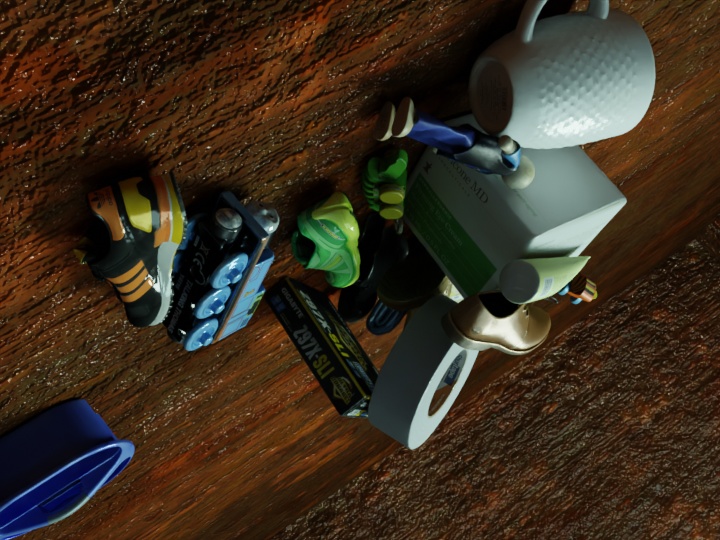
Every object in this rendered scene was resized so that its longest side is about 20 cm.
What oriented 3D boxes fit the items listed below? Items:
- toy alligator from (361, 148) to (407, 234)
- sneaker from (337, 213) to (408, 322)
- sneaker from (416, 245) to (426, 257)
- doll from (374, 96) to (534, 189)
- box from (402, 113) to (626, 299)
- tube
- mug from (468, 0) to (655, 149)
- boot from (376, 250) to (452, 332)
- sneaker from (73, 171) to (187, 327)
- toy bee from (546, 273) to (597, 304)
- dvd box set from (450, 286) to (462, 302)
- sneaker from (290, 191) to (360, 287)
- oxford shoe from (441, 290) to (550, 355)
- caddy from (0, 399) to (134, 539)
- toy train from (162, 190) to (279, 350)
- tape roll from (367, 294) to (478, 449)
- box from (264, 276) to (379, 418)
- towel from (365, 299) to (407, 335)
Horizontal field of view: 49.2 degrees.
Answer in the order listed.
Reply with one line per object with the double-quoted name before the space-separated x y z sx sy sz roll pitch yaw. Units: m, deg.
"toy alligator" 0.029 -0.095 0.981 0.054 0.060 0.200 6 158 4
"sneaker" 0.002 0.002 1.139 0.104 0.060 0.200 -11 141 -56
"sneaker" 0.178 -0.045 1.258 0.078 0.066 0.200 17 143 -33
"doll" 0.115 -0.139 0.881 0.199 0.136 0.049 16 87 -27
"box" 0.195 -0.090 1.049 0.199 0.200 0.172 -20 155 -36
"tube" 0.230 0.010 0.980 0.058 0.052 0.199 2 -177 32
"mug" 0.220 -0.235 0.885 0.174 0.148 0.201 -15 130 -23
"boot" 0.077 0.074 1.117 0.174 0.066 0.201 -27 141 -39
"sneaker" -0.219 -0.013 0.723 0.089 0.070 0.201 -8 147 -28
"toy bee" 0.581 0.028 2.161 0.131 0.199 0.109 35 78 -35
"dvd box set" 0.173 0.005 1.242 0.145 0.030 0.200 -15 156 -4
"sneaker" -0.045 -0.035 0.976 0.083 0.075 0.200 -14 156 -4
"oxford shoe" 0.191 0.060 0.990 0.199 0.072 0.071 3 136 -47
"caddy" -0.376 0.252 0.959 0.199 0.105 0.142 -32 161 -16
"toy train" -0.150 0.001 0.840 0.114 0.087 0.201 -30 159 -46
"tape roll" 0.091 0.135 1.055 0.200 0.066 0.201 -48 154 -32
"box" -0.038 0.111 1.096 0.049 0.201 0.160 -38 160 9
"towel" 0.056 0.050 1.238 0.112 0.048 0.200 -56 177 3
